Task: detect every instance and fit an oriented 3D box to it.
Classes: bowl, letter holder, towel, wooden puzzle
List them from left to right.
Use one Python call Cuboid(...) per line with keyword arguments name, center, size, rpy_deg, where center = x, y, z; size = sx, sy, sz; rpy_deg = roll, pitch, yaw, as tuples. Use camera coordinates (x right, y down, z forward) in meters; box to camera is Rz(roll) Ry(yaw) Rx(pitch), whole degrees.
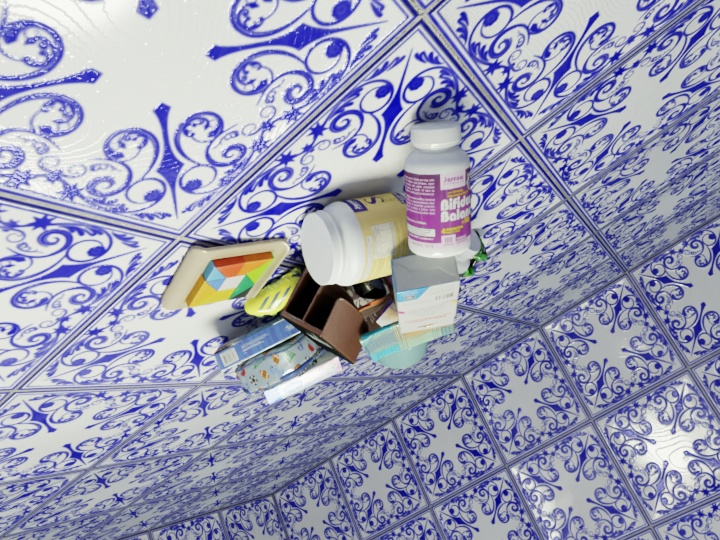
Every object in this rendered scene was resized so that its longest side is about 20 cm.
Cuboid(name="wooden puzzle", center=(-0.242, 0.013, 1.107), size=(0.196, 0.038, 0.185), rpy_deg=(-6, 150, -43))
Cuboid(name="letter holder", center=(-0.050, 0.076, 1.203), size=(0.145, 0.098, 0.200), rpy_deg=(-62, 154, -12))
Cuboid(name="bowl", center=(0.106, 0.191, 1.659), size=(0.195, 0.201, 0.108), rpy_deg=(-21, 116, -15))
Cuboid(name="towel", center=(0.099, 0.131, 1.255), size=(0.194, 0.022, 0.147), rpy_deg=(-20, 153, 4))

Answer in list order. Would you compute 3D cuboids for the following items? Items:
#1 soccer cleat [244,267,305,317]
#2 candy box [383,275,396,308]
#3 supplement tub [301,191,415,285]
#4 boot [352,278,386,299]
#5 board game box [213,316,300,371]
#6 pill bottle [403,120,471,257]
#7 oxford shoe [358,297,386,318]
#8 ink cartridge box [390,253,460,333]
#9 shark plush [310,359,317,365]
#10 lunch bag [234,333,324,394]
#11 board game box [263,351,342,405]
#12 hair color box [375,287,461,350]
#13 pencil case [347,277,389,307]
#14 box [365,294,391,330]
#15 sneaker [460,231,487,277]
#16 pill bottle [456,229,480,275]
Cuboid(name="soccer cleat", center=(-0.148, 0.031, 1.248), size=(0.194, 0.065, 0.086), rpy_deg=(-19, 131, -12))
Cuboid(name="candy box", center=(0.106, 0.019, 1.304), size=(0.055, 0.205, 0.117), rpy_deg=(-9, 154, -28))
Cuboid(name="supplement tub", center=(0.005, -0.056, 1.097), size=(0.195, 0.148, 0.146), rpy_deg=(-13, 155, -31))
Cuboid(name="boot", center=(0.000, 0.000, 1.279), size=(0.074, 0.099, 0.198), rpy_deg=(-34, 158, 19))
Cuboid(name="board game box", center=(-0.211, 0.144, 1.324), size=(0.195, 0.044, 0.199), rpy_deg=(-26, -179, -7))
Cuboid(name="pill bottle", center=(0.127, -0.135, 0.999), size=(0.109, 0.112, 0.207), rpy_deg=(-16, 113, -24))
Cuboid(name="oxford shoe", center=(-0.020, 0.100, 1.490), size=(0.195, 0.072, 0.074), rpy_deg=(-17, 139, -24))
Cuboid(name="ink cartridge box", center=(0.117, 0.042, 1.114), size=(0.111, 0.070, 0.201), rpy_deg=(-10, 154, 1))
Cuboid(name="shark plush", center=(-0.137, 0.166, 1.499), size=(0.090, 0.085, 0.198), rpy_deg=(-38, -165, -26))
Cuboid(name="lunch bag", center=(-0.174, 0.198, 1.366), size=(0.196, 0.077, 0.159), rpy_deg=(-23, -175, 34))
Cuboid(name="board game box", center=(-0.157, 0.238, 1.539), size=(0.194, 0.044, 0.200), rpy_deg=(-25, -161, -6))
Cuboid(name="hair color box", center=(0.133, 0.081, 1.417), size=(0.201, 0.108, 0.065), rpy_deg=(-52, 179, 37))
Cuboid(name="pencil case", center=(-0.011, 0.050, 1.404), size=(0.195, 0.079, 0.091), rpy_deg=(-23, 144, -12))
Cuboid(name="box", center=(0.068, 0.108, 1.589), size=(0.195, 0.102, 0.076), rpy_deg=(-20, 154, -19))
Cuboid(name="sneaker", center=(0.238, -0.010, 1.555), size=(0.077, 0.087, 0.199), rpy_deg=(-1, 147, -47))
Cuboid(name="pill bottle", center=(0.189, -0.021, 1.437), size=(0.109, 0.114, 0.200), rpy_deg=(-5, 149, -43))
